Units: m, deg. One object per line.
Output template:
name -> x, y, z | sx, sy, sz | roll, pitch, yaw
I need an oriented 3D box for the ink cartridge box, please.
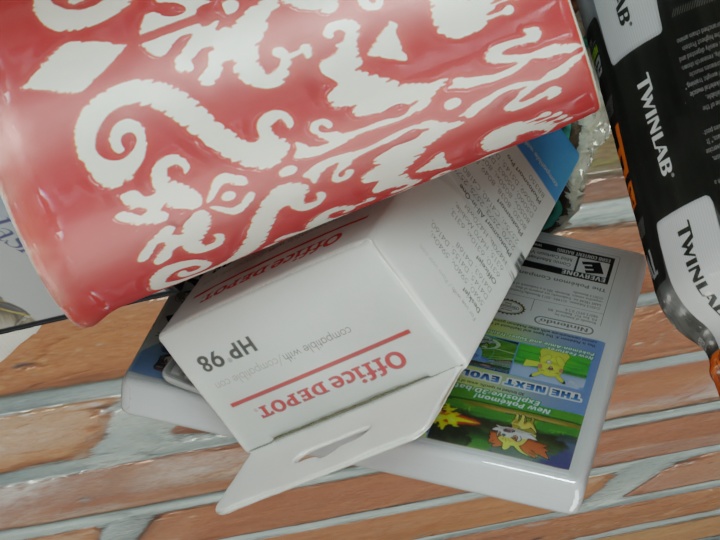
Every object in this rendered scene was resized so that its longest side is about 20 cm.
ink cartridge box -> 0.000, 0.000, 1.007 | 0.116, 0.067, 0.200 | -24, -160, 34

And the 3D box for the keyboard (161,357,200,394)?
keyboard -> -0.025, 0.003, 1.111 | 0.056, 0.200, 0.011 | 16, 126, 12

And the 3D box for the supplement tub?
supplement tub -> 0.160, -0.054, 0.968 | 0.122, 0.201, 0.123 | -12, 165, -3

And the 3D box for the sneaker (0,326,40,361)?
sneaker -> -0.226, 0.063, 1.306 | 0.070, 0.080, 0.200 | 4, 156, -45

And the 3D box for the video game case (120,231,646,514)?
video game case -> 0.016, 0.026, 1.113 | 0.199, 0.182, 0.022 | 13, 124, 8

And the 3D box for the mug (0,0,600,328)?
mug -> -0.026, -0.079, 0.901 | 0.200, 0.134, 0.178 | -19, -172, 5

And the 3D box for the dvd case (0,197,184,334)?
dvd case -> -0.189, -0.009, 1.029 | 0.200, 0.018, 0.143 | -13, 146, 38

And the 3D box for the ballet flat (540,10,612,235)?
ballet flat -> 0.091, -0.067, 1.140 | 0.072, 0.072, 0.200 | -10, 167, -12
